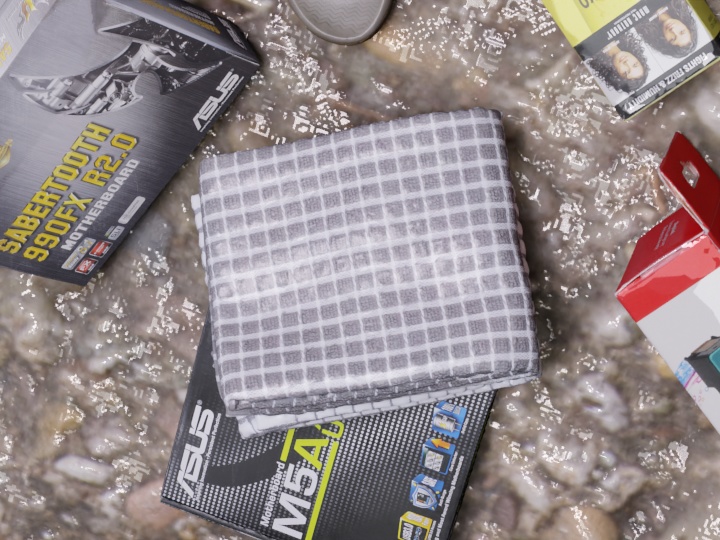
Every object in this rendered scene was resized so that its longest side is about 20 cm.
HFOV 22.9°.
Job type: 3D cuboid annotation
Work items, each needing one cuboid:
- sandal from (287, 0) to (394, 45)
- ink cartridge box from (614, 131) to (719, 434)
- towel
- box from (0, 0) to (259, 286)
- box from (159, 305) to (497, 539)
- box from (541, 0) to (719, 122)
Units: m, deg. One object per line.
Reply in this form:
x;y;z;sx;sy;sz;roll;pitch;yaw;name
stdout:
-0.009;-0.233;1.045;0.081;0.055;0.201;16;109;10;sandal
0.213;0.026;1.027;0.067;0.116;0.200;-36;93;22;ink cartridge box
0.000;0.000;1.054;0.198;0.086;0.167;-10;80;5;towel
-0.180;-0.088;1.082;0.200;0.158;0.048;-49;52;21;box
-0.016;0.088;1.144;0.192;0.048;0.201;19;108;7;box
0.128;-0.190;1.023;0.075;0.050;0.201;-32;95;22;box
